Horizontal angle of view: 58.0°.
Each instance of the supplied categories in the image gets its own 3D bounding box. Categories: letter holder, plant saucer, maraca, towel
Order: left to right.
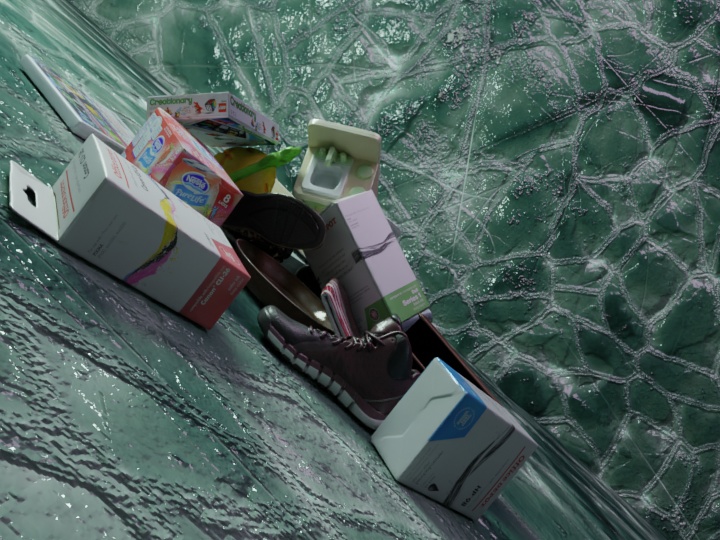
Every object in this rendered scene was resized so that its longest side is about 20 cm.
[{"bbox_3d":[-0.187,-0.152,1.060,0.109,0.196,0.137,63,12,-8],"label":"maraca"},{"bbox_3d":[-0.107,0.034,0.917,0.199,0.035,0.200,42,3,-3],"label":"plant saucer"},{"bbox_3d":[-0.014,0.085,0.887,0.200,0.022,0.147,-77,144,-87],"label":"towel"},{"bbox_3d":[0.113,0.166,0.900,0.201,0.100,0.142,49,2,13],"label":"letter holder"}]

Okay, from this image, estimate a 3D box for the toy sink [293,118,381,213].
[{"bbox_3d":[-0.040,-0.134,1.108,0.126,0.114,0.202,13,-32,5],"label":"toy sink"}]

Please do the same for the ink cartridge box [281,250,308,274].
[{"bbox_3d":[-0.173,-0.059,1.222,0.199,0.041,0.200,44,4,23],"label":"ink cartridge box"}]

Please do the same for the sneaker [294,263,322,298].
[{"bbox_3d":[-0.015,0.026,1.144,0.193,0.079,0.114,7,5,4],"label":"sneaker"}]

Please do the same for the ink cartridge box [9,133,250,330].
[{"bbox_3d":[-0.202,-0.043,0.576,0.199,0.068,0.117,38,5,-39],"label":"ink cartridge box"}]

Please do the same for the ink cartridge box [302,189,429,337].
[{"bbox_3d":[0.000,0.000,1.008,0.145,0.083,0.204,-33,-98,54],"label":"ink cartridge box"}]

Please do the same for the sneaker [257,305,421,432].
[{"bbox_3d":[-0.013,0.078,0.734,0.199,0.116,0.076,40,4,-10],"label":"sneaker"}]

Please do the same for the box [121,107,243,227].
[{"bbox_3d":[-0.232,-0.115,0.813,0.094,0.103,0.200,37,5,-36],"label":"box"}]

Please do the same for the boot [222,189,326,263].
[{"bbox_3d":[-0.131,-0.058,0.997,0.194,0.075,0.151,12,-15,14],"label":"boot"}]

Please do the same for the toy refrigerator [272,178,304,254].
[{"bbox_3d":[-0.128,-0.091,1.249,0.200,0.070,0.076,45,-1,14],"label":"toy refrigerator"}]

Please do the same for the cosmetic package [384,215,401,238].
[{"bbox_3d":[-0.019,-0.037,1.318,0.074,0.201,0.102,34,7,-46],"label":"cosmetic package"}]

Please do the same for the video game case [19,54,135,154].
[{"bbox_3d":[-0.396,-0.223,0.976,0.200,0.023,0.182,45,5,29],"label":"video game case"}]

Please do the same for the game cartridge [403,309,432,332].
[{"bbox_3d":[0.028,0.070,1.178,0.199,0.130,0.042,33,-41,60],"label":"game cartridge"}]

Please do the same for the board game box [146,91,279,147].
[{"bbox_3d":[-0.211,-0.220,0.968,0.122,0.036,0.200,0,0,12],"label":"board game box"}]

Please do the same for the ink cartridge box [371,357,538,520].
[{"bbox_3d":[0.118,0.197,0.723,0.199,0.117,0.067,37,4,-38],"label":"ink cartridge box"}]
